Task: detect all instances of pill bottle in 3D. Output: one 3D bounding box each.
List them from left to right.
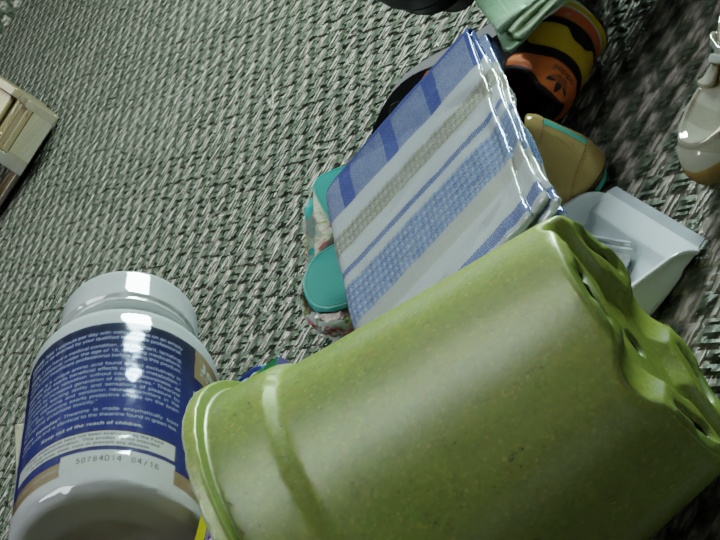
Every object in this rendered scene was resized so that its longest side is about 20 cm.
[{"bbox_3d":[-0.133,0.093,1.214,0.111,0.111,0.201,-46,27,28],"label":"pill bottle"}]

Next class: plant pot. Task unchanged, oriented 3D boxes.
[{"bbox_3d":[0.055,0.080,0.956,0.184,0.200,0.201,-38,24,15],"label":"plant pot"}]

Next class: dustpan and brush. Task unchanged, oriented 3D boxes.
[{"bbox_3d":[0.077,0.038,1.120,0.201,0.057,0.140,-56,20,4],"label":"dustpan and brush"}]

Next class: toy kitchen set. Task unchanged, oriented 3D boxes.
[{"bbox_3d":[-0.475,-0.163,2.549,0.164,0.180,0.200,-57,15,0],"label":"toy kitchen set"}]

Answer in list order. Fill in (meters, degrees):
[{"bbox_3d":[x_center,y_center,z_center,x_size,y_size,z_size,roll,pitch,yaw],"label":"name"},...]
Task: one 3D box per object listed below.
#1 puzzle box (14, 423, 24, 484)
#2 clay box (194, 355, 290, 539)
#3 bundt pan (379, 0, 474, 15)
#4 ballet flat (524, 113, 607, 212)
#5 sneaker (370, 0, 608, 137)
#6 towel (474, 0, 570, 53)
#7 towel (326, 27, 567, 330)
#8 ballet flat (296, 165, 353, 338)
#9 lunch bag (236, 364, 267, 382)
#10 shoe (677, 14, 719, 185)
[{"bbox_3d":[-0.190,0.207,1.294,0.133,0.025,0.201,-103,14,-48],"label":"puzzle box"},{"bbox_3d":[-0.028,0.154,1.110,0.048,0.115,0.201,-39,27,38],"label":"clay box"},{"bbox_3d":[0.080,-0.236,1.405,0.201,0.076,0.202,-30,-14,-8],"label":"bundt pan"},{"bbox_3d":[0.057,-0.012,1.241,0.200,0.063,0.069,-48,15,23],"label":"ballet flat"},{"bbox_3d":[0.063,-0.091,1.325,0.200,0.070,0.090,-35,20,42],"label":"sneaker"},{"bbox_3d":[0.154,-0.209,1.284,0.199,0.023,0.153,-34,22,8],"label":"towel"},{"bbox_3d":[0.042,-0.036,1.193,0.147,0.024,0.200,-47,29,20],"label":"towel"},{"bbox_3d":[0.000,0.000,1.364,0.075,0.064,0.200,-13,27,8],"label":"ballet flat"},{"bbox_3d":[-0.090,0.154,1.300,0.200,0.082,0.161,-37,30,44],"label":"lunch bag"},{"bbox_3d":[0.206,-0.136,1.094,0.201,0.053,0.070,-60,20,-9],"label":"shoe"}]
